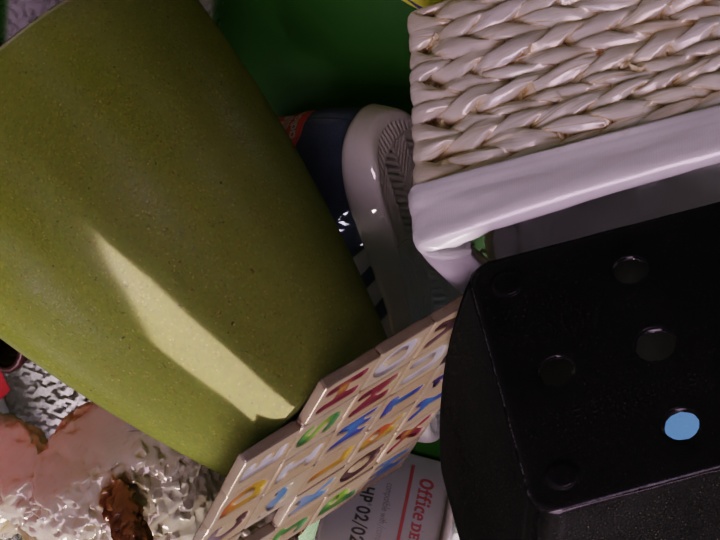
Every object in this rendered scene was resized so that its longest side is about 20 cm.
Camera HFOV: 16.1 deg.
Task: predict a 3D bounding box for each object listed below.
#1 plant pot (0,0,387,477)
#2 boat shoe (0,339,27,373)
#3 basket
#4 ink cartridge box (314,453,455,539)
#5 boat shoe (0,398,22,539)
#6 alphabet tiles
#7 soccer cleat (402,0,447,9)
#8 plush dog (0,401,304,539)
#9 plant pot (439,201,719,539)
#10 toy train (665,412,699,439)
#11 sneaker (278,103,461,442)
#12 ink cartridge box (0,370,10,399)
[{"bbox_3d":[-0.086,-0.003,1.172,0.200,0.187,0.187,47,122,12],"label":"plant pot"},{"bbox_3d":[-0.202,-0.038,1.280,0.072,0.072,0.200,-6,121,13],"label":"boat shoe"},{"bbox_3d":[0.128,-0.069,1.148,0.200,0.124,0.136,-16,155,18],"label":"basket"},{"bbox_3d":[0.003,0.173,1.356,0.068,0.115,0.200,14,123,0],"label":"ink cartridge box"},{"bbox_3d":[-0.206,0.132,1.392,0.072,0.071,0.200,-17,118,20],"label":"boat shoe"},{"bbox_3d":[-0.010,0.081,1.184,0.008,0.167,0.200,50,145,15],"label":"alphabet tiles"},{"bbox_3d":[-0.007,-0.163,1.158,0.200,0.084,0.065,33,122,-12],"label":"soccer cleat"},{"bbox_3d":[-0.098,0.128,1.311,0.200,0.161,0.172,-38,135,2],"label":"plush dog"},{"bbox_3d":[0.135,0.085,1.107,0.200,0.200,0.178,-15,139,2],"label":"plant pot"},{"bbox_3d":[0.140,0.058,1.279,0.114,0.087,0.200,-9,121,8],"label":"toy train"},{"bbox_3d":[0.000,0.000,1.279,0.084,0.075,0.200,6,128,27],"label":"sneaker"},{"bbox_3d":[-0.262,0.062,1.273,0.200,0.116,0.067,13,139,45],"label":"ink cartridge box"}]
